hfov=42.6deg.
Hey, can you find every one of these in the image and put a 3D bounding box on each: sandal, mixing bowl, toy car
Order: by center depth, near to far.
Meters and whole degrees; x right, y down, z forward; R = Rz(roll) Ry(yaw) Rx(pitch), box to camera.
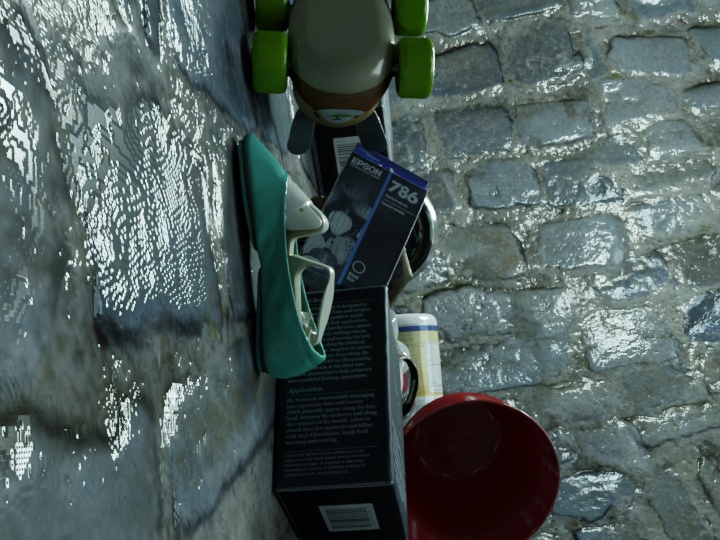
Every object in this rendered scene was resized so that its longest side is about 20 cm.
[{"bbox_3d":[-0.022,-0.179,0.918,0.201,0.162,0.160,97,-7,-56],"label":"toy car"},{"bbox_3d":[0.040,0.132,1.060,0.080,0.057,0.201,60,13,-20],"label":"sandal"},{"bbox_3d":[0.120,0.218,1.066,0.109,0.197,0.203,-101,-176,-71],"label":"mixing bowl"}]

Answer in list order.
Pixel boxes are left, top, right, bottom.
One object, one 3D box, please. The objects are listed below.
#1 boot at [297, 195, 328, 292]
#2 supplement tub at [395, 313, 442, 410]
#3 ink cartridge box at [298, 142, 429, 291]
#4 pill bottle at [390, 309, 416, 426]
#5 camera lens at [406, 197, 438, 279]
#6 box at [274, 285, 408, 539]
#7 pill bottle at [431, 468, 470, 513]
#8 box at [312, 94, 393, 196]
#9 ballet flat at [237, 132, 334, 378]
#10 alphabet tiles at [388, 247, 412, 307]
[{"bbox_3d":[-0.038,0.015,1.055,0.107,0.074,0.203,-164,-119,-74],"label":"boot"},{"bbox_3d":[0.073,0.184,1.642,0.144,0.142,0.203,51,35,-81],"label":"supplement tub"},{"bbox_3d":[0.007,-0.056,0.995,0.202,0.098,0.039,-66,-176,-33],"label":"ink cartridge box"},{"bbox_3d":[0.016,0.155,1.213,0.111,0.109,0.203,-81,165,-70],"label":"pill bottle"},{"bbox_3d":[0.039,-0.063,1.408,0.200,0.157,0.163,-53,137,-83],"label":"camera lens"},{"bbox_3d":[-0.015,0.140,0.887,0.149,0.105,0.202,77,10,-54],"label":"box"},{"bbox_3d":[0.098,0.307,1.165,0.109,0.107,0.202,77,27,-59],"label":"pill bottle"},{"bbox_3d":[-0.010,-0.210,1.308,0.201,0.103,0.150,-89,172,-54],"label":"box"},{"bbox_3d":[-0.057,-0.013,0.762,0.067,0.069,0.203,-34,118,-84],"label":"ballet flat"},{"bbox_3d":[0.000,0.000,1.109,0.201,0.007,0.169,122,-37,-45],"label":"alphabet tiles"}]
